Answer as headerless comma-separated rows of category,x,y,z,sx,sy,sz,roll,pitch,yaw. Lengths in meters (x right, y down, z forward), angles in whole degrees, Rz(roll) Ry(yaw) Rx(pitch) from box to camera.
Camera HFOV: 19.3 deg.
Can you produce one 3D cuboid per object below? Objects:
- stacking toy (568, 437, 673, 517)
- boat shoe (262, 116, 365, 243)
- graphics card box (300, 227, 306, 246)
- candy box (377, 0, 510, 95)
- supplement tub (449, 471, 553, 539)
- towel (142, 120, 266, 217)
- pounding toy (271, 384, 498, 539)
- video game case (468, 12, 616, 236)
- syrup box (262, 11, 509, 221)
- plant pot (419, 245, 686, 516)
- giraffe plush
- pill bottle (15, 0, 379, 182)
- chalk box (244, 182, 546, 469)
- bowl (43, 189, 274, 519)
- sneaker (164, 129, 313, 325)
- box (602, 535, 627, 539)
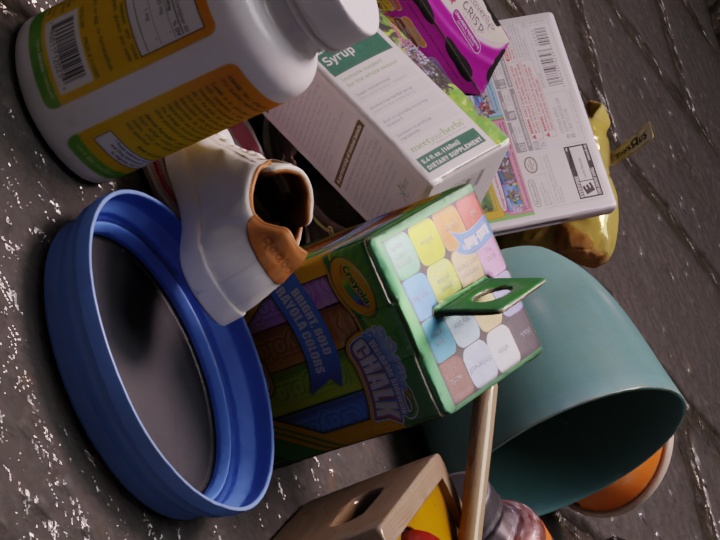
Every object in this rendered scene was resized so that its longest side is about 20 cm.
stacking toy,0.160,0.136,1.816,0.200,0.146,0.146,9,58,-47
boat shoe,-0.025,-0.076,1.539,0.060,0.072,0.200,97,-18,-47
graphics card box,0.000,0.000,1.598,0.126,0.051,0.200,50,26,-41
candy box,-0.007,-0.193,1.567,0.136,0.200,0.061,53,53,-38
supplement tub,0.106,0.240,1.526,0.200,0.107,0.107,58,21,-26
towel,-0.110,-0.098,1.442,0.147,0.030,0.200,66,18,-7
pounding toy,0.037,0.196,1.331,0.184,0.142,0.200,66,19,-5
video game case,0.114,-0.127,1.889,0.022,0.182,0.200,117,-41,-66
syrup box,0.000,-0.115,1.456,0.079,0.082,0.200,-29,67,-34
plant pot,0.127,0.080,1.650,0.201,0.200,0.161,32,29,-59
giraffe plush,0.150,-0.089,1.972,0.162,0.200,0.173,16,33,-32
pill bottle,-0.095,-0.138,1.262,0.111,0.200,0.111,53,23,-36
chalk box,0.023,0.030,1.351,0.125,0.200,0.124,-29,96,-51
bowl,-0.117,0.052,1.237,0.201,0.039,0.201,53,24,-35
sneaker,-0.067,-0.045,1.302,0.073,0.085,0.200,51,13,-33
box,0.274,0.354,1.948,0.193,0.047,0.200,27,44,-59
